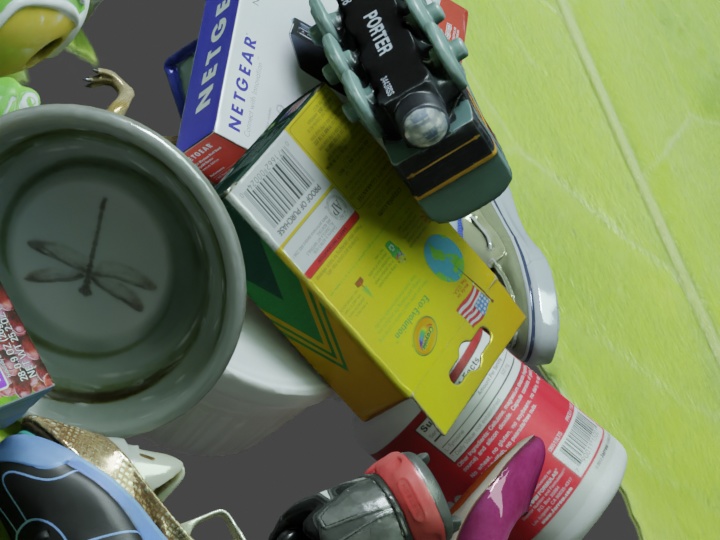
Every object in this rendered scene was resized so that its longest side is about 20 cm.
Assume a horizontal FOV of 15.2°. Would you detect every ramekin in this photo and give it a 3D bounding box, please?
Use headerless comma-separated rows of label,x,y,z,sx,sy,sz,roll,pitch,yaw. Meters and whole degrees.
ramekin,-0.104,0.026,1.682,0.202,0.094,0.203,29,33,-22

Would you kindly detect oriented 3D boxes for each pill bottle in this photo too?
pill bottle,0.068,0.100,1.774,0.200,0.112,0.112,39,30,-6

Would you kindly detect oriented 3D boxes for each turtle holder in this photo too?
turtle holder,-0.240,-0.184,1.730,0.131,0.141,0.186,19,23,-34

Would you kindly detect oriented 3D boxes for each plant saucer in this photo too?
plant saucer,-0.157,-0.004,1.542,0.200,0.200,0.050,41,24,-3

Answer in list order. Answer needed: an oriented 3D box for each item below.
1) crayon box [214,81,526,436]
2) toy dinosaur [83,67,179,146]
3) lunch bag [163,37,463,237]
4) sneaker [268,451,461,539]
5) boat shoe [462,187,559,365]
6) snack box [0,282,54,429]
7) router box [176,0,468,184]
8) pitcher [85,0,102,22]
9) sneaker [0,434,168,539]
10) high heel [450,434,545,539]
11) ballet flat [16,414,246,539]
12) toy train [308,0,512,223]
crayon box,0.000,0.000,1.651,0.200,0.051,0.127,49,47,-10
toy dinosaur,-0.159,-0.077,1.766,0.200,0.058,0.101,-20,64,-29
lunch bag,-0.025,-0.071,1.862,0.170,0.124,0.201,0,64,-51
sneaker,-0.013,0.167,1.559,0.098,0.200,0.071,-23,76,-21
boat shoe,0.092,-0.007,1.997,0.062,0.072,0.200,-3,45,-20
snack box,-0.285,0.012,1.446,0.168,0.068,0.200,-20,77,-42
router box,-0.022,-0.122,1.763,0.179,0.049,0.201,27,54,-28
pitcher,-0.222,-0.285,1.929,0.200,0.121,0.172,51,9,-7
sneaker,-0.143,0.176,1.474,0.200,0.070,0.078,41,43,8
high heel,0.083,0.197,1.667,0.096,0.067,0.200,38,64,-3
ballet flat,-0.112,0.147,1.541,0.065,0.071,0.200,-41,92,-21
toy train,0.031,-0.116,1.672,0.114,0.085,0.200,56,6,-33
